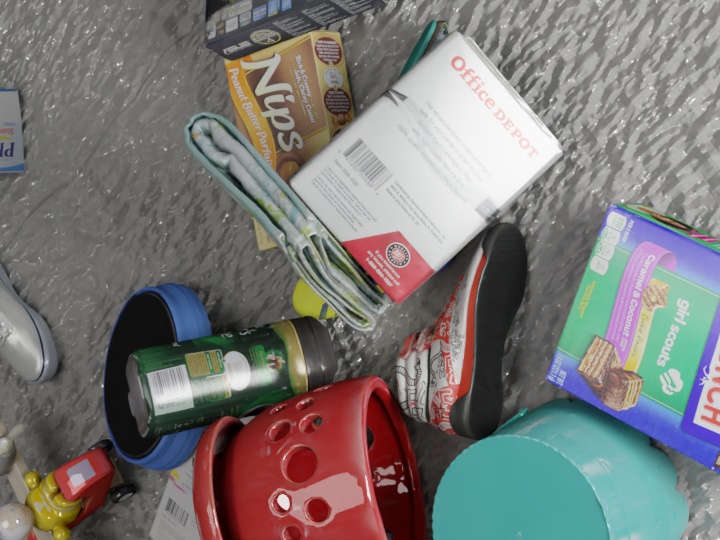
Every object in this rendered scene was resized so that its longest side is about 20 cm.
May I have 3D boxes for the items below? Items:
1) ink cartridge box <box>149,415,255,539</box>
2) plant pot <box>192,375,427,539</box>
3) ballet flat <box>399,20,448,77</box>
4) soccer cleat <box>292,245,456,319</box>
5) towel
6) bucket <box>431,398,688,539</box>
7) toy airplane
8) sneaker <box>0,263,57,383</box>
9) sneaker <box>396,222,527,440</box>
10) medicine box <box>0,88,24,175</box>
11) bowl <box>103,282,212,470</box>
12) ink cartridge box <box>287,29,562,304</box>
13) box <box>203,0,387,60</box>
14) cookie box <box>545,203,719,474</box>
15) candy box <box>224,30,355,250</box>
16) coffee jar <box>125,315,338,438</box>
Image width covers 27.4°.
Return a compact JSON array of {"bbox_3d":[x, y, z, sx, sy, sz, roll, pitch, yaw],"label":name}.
[{"bbox_3d":[-0.137,0.222,1.559,0.115,0.068,0.201,33,113,30],"label":"ink cartridge box"},{"bbox_3d":[-0.047,0.215,1.387,0.182,0.200,0.201,-15,85,14],"label":"plant pot"},{"bbox_3d":[0.044,-0.136,1.388,0.074,0.074,0.200,38,102,26],"label":"ballet flat"},{"bbox_3d":[0.000,-0.001,1.430,0.200,0.084,0.065,-22,82,35],"label":"soccer cleat"},{"bbox_3d":[-0.067,-0.044,1.332,0.048,0.171,0.200,-41,51,0],"label":"towel"},{"bbox_3d":[0.170,0.221,1.299,0.207,0.135,0.208,3,96,36],"label":"bucket"},{"bbox_3d":[-0.366,0.280,1.684,0.199,0.141,0.200,13,102,34],"label":"toy airplane"},{"bbox_3d":[-0.435,0.057,1.753,0.200,0.071,0.073,49,119,21],"label":"sneaker"},{"bbox_3d":[0.088,0.051,1.382,0.108,0.067,0.202,9,91,48],"label":"sneaker"},{"bbox_3d":[-0.529,-0.156,1.730,0.199,0.182,0.103,-2,94,35],"label":"medicine box"},{"bbox_3d":[-0.220,0.112,1.580,0.200,0.039,0.201,-17,70,54],"label":"bowl"},{"bbox_3d":[0.056,-0.092,1.304,0.200,0.084,0.144,-42,97,1],"label":"ink cartridge box"},{"bbox_3d":[-0.064,-0.308,1.439,0.199,0.049,0.162,-13,68,35],"label":"box"},{"bbox_3d":[0.279,0.058,1.242,0.200,0.075,0.172,28,109,29],"label":"cookie box"},{"bbox_3d":[-0.062,-0.128,1.478,0.115,0.055,0.201,-11,87,35],"label":"candy box"},{"bbox_3d":[-0.126,0.103,1.455,0.104,0.199,0.086,134,123,-68],"label":"coffee jar"}]
